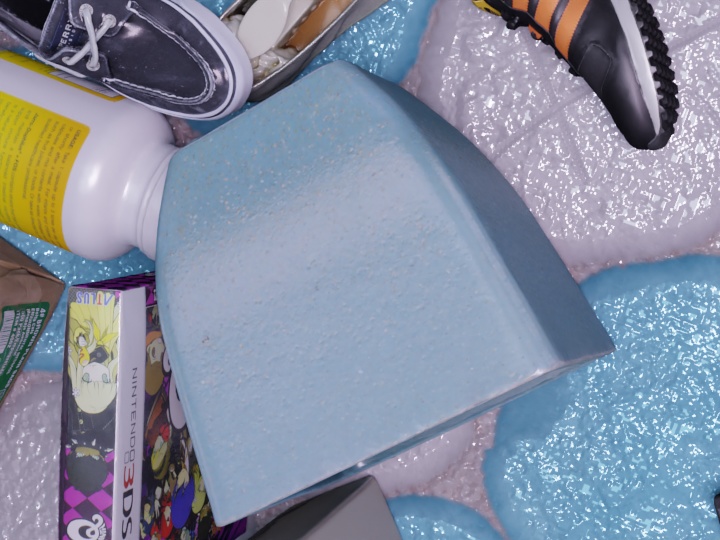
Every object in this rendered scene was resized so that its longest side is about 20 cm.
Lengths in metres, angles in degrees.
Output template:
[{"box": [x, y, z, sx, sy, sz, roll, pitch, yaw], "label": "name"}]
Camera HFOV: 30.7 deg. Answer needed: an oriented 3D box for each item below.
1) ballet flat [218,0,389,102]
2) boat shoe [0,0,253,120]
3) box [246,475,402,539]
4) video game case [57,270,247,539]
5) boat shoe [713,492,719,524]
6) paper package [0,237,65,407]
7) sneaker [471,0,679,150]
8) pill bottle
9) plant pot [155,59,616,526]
[{"box": [-0.017, -0.176, 0.782, 0.200, 0.064, 0.067, -44, 82, 15], "label": "ballet flat"}, {"box": [-0.159, -0.144, 0.762, 0.200, 0.068, 0.072, 33, 117, 4], "label": "boat shoe"}, {"box": [-0.033, 0.185, 0.744, 0.068, 0.200, 0.082, -23, 87, 17], "label": "box"}, {"box": [-0.112, 0.090, 0.761, 0.036, 0.200, 0.182, 5, 95, 15], "label": "video game case"}, {"box": [0.286, 0.107, 0.711, 0.200, 0.073, 0.065, -33, 90, 16], "label": "boat shoe"}, {"box": [-0.330, 0.047, 0.872, 0.190, 0.103, 0.200, 33, 102, 10], "label": "paper package"}, {"box": [0.112, -0.152, 0.748, 0.090, 0.070, 0.200, -22, 85, 22], "label": "sneaker"}, {"box": [-0.188, -0.070, 0.820, 0.200, 0.104, 0.104, 22, 100, 14], "label": "pill bottle"}, {"box": [0.000, 0.000, 0.731, 0.196, 0.196, 0.200, -27, 81, 17], "label": "plant pot"}]
